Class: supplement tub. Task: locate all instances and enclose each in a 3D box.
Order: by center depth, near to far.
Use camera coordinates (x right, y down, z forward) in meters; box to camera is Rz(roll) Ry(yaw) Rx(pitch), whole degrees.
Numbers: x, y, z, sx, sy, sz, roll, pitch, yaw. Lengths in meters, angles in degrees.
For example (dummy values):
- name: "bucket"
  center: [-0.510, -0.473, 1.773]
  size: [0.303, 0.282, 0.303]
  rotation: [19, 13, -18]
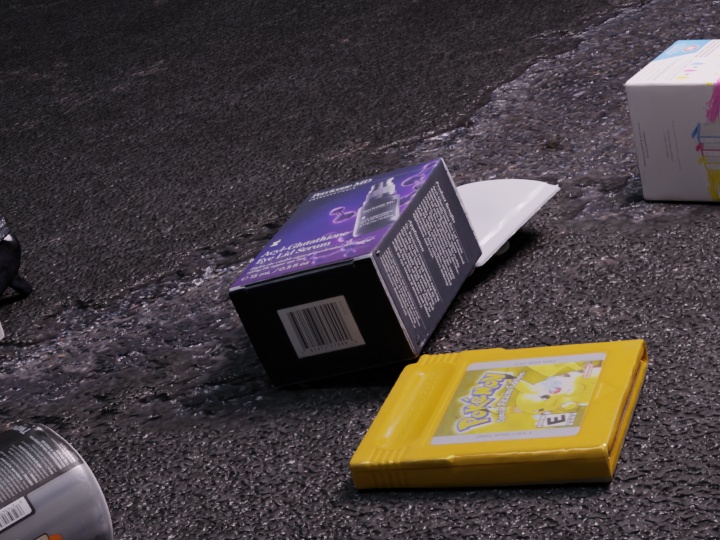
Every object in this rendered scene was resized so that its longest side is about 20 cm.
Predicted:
- name: "supplement tub"
  center: [-0.286, 0.202, 1.214]
  size: [0.200, 0.123, 0.123]
  rotation: [-30, 27, -34]

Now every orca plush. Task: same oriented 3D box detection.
- name: "orca plush"
  center: [-0.386, 0.010, 1.831]
  size: [0.105, 0.071, 0.200]
  rotation: [-50, 12, -2]

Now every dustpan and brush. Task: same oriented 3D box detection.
- name: "dustpan and brush"
  center: [0.087, -0.043, 1.685]
  size: [0.200, 0.057, 0.140]
  rotation: [18, 50, 42]

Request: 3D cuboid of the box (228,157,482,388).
- name: "box"
  center: [0.000, 0.000, 1.515]
  size: [0.148, 0.104, 0.200]
  rotation: [-14, 22, 27]

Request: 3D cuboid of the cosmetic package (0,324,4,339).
- name: "cosmetic package"
  center: [-0.465, 0.068, 1.728]
  size: [0.200, 0.051, 0.083]
  rotation: [-2, 22, 26]

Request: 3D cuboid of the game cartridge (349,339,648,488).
- name: "game cartridge"
  center: [0.110, 0.109, 1.326]
  size: [0.200, 0.032, 0.176]
  rotation: [-4, 24, 20]

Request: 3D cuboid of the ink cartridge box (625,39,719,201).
- name: "ink cartridge box"
  center: [0.378, -0.145, 1.647]
  size: [0.200, 0.125, 0.129]
  rotation: [3, 27, 36]
